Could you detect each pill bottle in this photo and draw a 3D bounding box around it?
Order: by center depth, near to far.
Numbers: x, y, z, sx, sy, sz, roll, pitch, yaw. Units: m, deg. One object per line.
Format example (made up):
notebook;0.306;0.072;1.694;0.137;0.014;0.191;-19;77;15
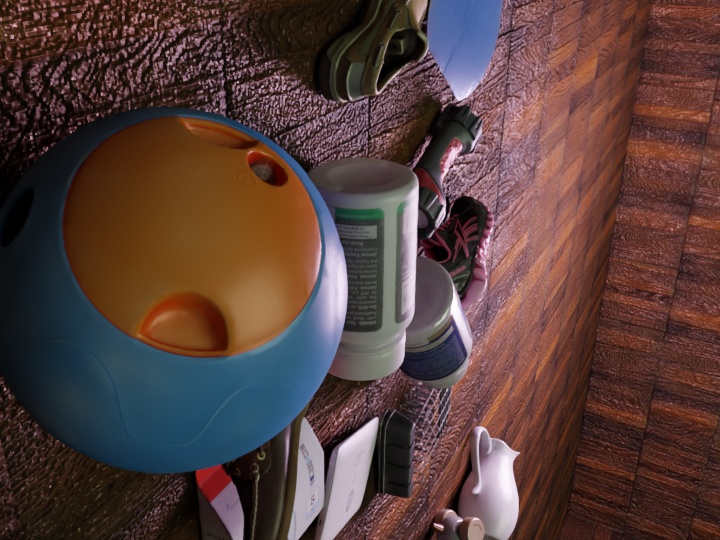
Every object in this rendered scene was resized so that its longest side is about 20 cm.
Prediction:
pill bottle;0.000;0.000;0.752;0.113;0.112;0.203;-39;136;-53
pill bottle;0.084;0.077;0.969;0.112;0.110;0.201;-65;153;-22

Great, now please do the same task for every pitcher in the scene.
pitcher;0.252;0.433;1.519;0.172;0.120;0.202;46;48;-38

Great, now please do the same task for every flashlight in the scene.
flashlight;0.104;-0.129;0.963;0.201;0.067;0.068;-57;147;-35

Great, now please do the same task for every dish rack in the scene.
dish rack;0.088;0.224;1.119;0.200;0.054;0.155;-49;147;-49

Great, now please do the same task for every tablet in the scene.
tablet;-0.014;0.261;0.928;0.200;0.013;0.132;1;101;-75

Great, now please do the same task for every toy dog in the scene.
toy dog;0.158;0.526;1.349;0.095;0.132;0.203;16;53;-34

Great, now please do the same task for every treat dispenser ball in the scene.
treat dispenser ball;-0.106;0.011;0.430;0.201;0.198;0.204;-40;137;-52

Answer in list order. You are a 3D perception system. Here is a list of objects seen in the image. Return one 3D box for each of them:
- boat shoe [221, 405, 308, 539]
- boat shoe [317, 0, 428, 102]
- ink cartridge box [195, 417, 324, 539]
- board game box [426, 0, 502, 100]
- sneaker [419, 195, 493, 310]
boat shoe;-0.089;0.156;0.664;0.070;0.069;0.203;143;-44;-62
boat shoe;0.035;-0.229;0.756;0.201;0.075;0.072;-59;150;-34
ink cartridge box;-0.091;0.196;0.735;0.160;0.047;0.203;-39;137;-53
board game box;0.116;-0.314;0.937;0.200;0.039;0.160;38;72;-58
sneaker;0.128;-0.041;1.052;0.079;0.094;0.202;-49;-159;42
